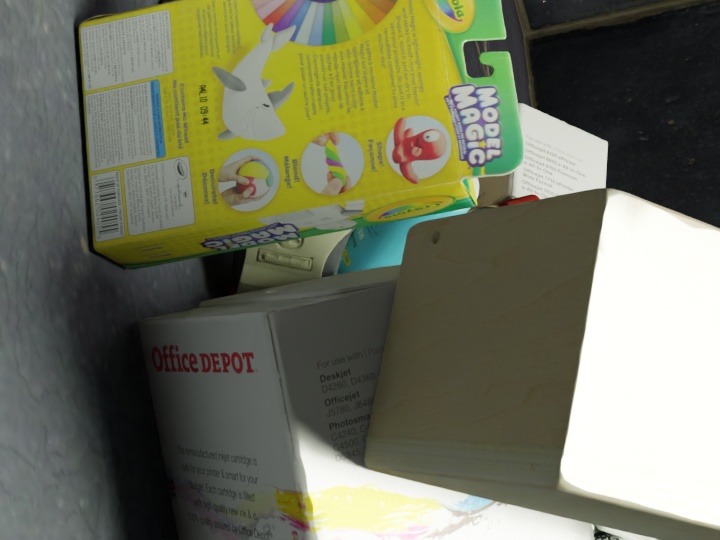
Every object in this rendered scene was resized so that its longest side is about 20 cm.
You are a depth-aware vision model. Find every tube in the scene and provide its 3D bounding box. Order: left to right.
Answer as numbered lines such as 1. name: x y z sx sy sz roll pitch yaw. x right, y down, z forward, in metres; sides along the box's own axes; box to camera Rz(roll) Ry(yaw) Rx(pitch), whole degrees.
1. tube: 0.000 0.000 0.805 0.200 0.050 0.078 -51 -161 45

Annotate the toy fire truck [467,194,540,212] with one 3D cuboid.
1. toy fire truck: 0.151 0.041 0.809 0.129 0.199 0.177 116 -45 -61

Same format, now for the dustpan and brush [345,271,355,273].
1. dustpan and brush: 0.063 0.094 0.727 0.057 0.139 0.201 -12 96 -34

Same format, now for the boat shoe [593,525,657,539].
1. boat shoe: 0.156 0.171 0.842 0.086 0.075 0.203 15 41 -47

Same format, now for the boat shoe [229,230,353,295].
1. boat shoe: -0.031 -0.036 0.747 0.063 0.071 0.201 -81 -174 -54

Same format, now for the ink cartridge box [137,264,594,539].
1. ink cartridge box: 0.004 0.103 0.625 0.147 0.145 0.201 -6 -85 60

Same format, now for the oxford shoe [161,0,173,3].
1. oxford shoe: -0.075 -0.099 0.731 0.071 0.071 0.201 69 19 -47

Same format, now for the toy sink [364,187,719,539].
1. toy sink: 0.125 0.047 0.540 0.130 0.199 0.113 -8 -113 61

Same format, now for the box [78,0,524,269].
1. box: -0.027 -0.076 0.624 0.048 0.199 0.118 39 43 -70

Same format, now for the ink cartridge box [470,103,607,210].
1. ink cartridge box: 0.096 0.007 0.950 0.145 0.083 0.201 -36 -140 55
